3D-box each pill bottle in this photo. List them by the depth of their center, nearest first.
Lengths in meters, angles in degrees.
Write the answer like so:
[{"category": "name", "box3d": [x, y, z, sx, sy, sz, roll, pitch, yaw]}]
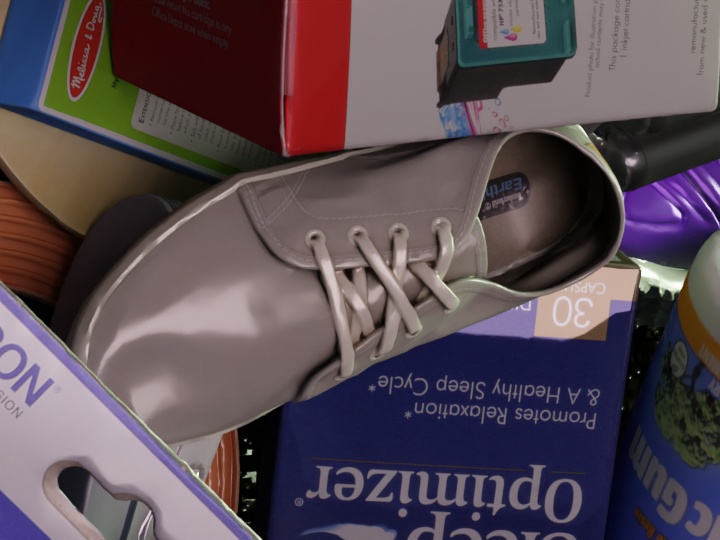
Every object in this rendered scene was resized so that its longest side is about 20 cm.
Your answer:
[{"category": "pill bottle", "box3d": [0.138, 0.090, 1.034, 0.112, 0.112, 0.200, -4, 127, -32]}]

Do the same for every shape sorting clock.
[{"category": "shape sorting clock", "box3d": [-0.054, -0.100, 0.981, 0.200, 0.039, 0.200, -2, 94, -39]}]

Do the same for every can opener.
[{"category": "can opener", "box3d": [0.088, -0.065, 1.022, 0.200, 0.067, 0.053, -19, 145, -31]}]

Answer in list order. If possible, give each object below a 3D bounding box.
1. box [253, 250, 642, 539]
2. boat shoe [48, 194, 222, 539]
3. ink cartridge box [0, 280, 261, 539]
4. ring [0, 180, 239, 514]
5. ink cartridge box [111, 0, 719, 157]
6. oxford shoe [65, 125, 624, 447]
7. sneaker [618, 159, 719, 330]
[{"category": "box", "box3d": [0.024, 0.088, 1.006, 0.121, 0.032, 0.200, 4, 103, -13]}, {"category": "boat shoe", "box3d": [-0.078, 0.078, 0.935, 0.065, 0.074, 0.200, 26, 86, -37]}, {"category": "ink cartridge box", "box3d": [-0.125, 0.124, 0.846, 0.200, 0.047, 0.198, -46, 109, -9]}, {"category": "ring", "box3d": [-0.129, 0.070, 0.957, 0.200, 0.019, 0.201, -1, 92, -32]}, {"category": "ink cartridge box", "box3d": [0.000, -0.084, 0.913, 0.200, 0.116, 0.067, -7, 109, -29]}, {"category": "oxford shoe", "box3d": [0.000, 0.000, 0.909, 0.200, 0.058, 0.075, -23, 114, -24]}, {"category": "sneaker", "box3d": [0.111, -0.032, 1.081, 0.200, 0.070, 0.100, 7, 76, -29]}]
